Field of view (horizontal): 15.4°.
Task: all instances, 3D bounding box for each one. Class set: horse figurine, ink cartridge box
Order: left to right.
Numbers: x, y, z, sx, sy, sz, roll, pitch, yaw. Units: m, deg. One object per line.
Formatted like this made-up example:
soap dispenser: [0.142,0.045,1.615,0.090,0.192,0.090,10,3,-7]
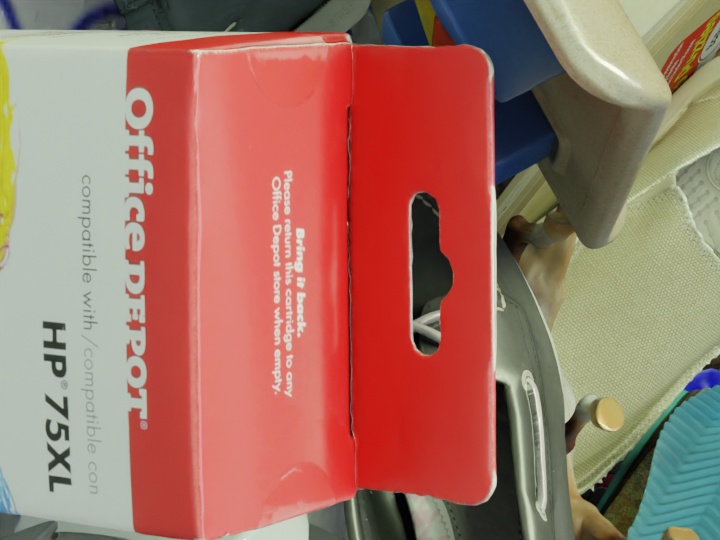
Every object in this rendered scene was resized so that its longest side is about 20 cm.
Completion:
ink cartridge box: [-0.066,-0.001,0.658,0.067,0.200,0.117,-11,102,-55]
horse figurine: [0.050,0.036,0.840,0.050,0.133,0.201,1,67,-24]

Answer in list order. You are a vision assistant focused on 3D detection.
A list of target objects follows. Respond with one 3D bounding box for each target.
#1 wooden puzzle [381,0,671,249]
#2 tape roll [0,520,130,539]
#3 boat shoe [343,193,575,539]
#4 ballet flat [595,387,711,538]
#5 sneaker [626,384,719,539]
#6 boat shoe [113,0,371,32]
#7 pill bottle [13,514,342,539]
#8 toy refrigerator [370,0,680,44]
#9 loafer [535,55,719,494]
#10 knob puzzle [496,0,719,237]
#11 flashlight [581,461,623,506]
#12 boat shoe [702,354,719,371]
wooden puzzle: [0.015,-0.096,0.711,0.186,0.046,0.200,60,-1,10]
tape roll: [-0.045,0.157,0.706,0.037,0.202,0.203,-48,131,-41]
boat shoe: [0.027,0.060,0.756,0.057,0.067,0.201,27,50,-74]
ballet flat: [0.092,0.122,0.923,0.200,0.071,0.071,-46,129,-36]
sneaker: [0.127,0.104,0.879,0.200,0.076,0.081,-48,141,-49]
boat shoe: [-0.008,-0.120,0.843,0.062,0.073,0.200,53,51,-13]
pill bottle: [-0.032,0.146,0.801,0.112,0.112,0.200,-50,131,-40]
toy refrigerator: [0.097,-0.134,0.878,0.070,0.200,0.076,41,13,-18]
loafer: [0.100,0.001,0.918,0.076,0.068,0.200,43,75,-19]
knob puzzle: [0.103,-0.073,0.966,0.220,0.030,0.220,-44,169,-10]
flashlight: [0.062,0.135,0.981,0.200,0.068,0.068,-36,164,-44]
boat shoe: [0.112,0.009,0.990,0.202,0.075,0.075,-44,159,-27]
